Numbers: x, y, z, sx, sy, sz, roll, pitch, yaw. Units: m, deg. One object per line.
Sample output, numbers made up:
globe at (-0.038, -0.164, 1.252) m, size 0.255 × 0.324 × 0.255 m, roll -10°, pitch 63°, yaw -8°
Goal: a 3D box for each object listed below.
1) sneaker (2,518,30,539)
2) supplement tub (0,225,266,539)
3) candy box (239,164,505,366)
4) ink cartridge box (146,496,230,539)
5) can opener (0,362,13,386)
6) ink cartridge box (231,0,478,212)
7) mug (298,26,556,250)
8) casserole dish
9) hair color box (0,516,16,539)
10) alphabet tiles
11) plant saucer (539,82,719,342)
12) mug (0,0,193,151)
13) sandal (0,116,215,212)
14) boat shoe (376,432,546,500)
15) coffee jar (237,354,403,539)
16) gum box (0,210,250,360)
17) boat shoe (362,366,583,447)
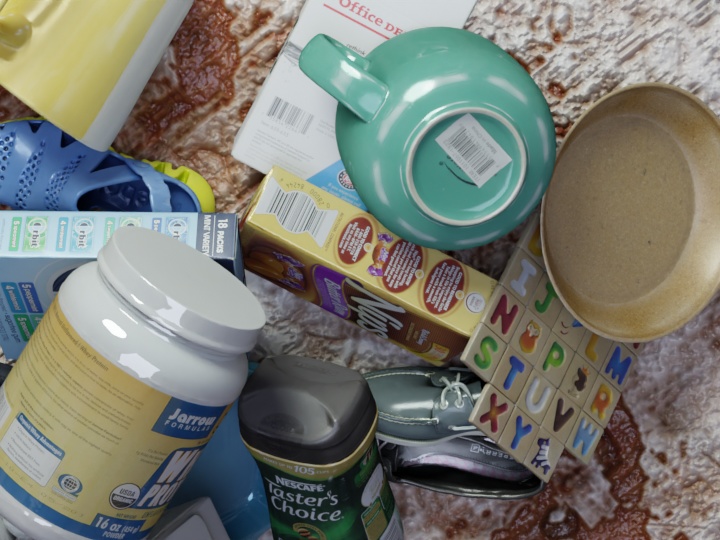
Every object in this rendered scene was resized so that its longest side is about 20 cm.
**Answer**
sneaker at (-0.229, 0.112, 1.286) m, size 0.099 × 0.078 × 0.200 m, roll 33°, pitch 94°, yaw -22°
supplement tub at (-0.169, 0.084, 1.166) m, size 0.145 × 0.145 × 0.200 m, roll 31°, pitch 105°, yaw -7°
candy box at (0.000, 0.000, 1.293) m, size 0.200 × 0.117 × 0.057 m, roll 26°, pitch 73°, yaw -6°
ink cartridge box at (-0.189, 0.286, 1.265) m, size 0.200 × 0.145 × 0.145 m, roll -25°, pitch 94°, yaw 21°
can opener at (-0.336, 0.087, 1.337) m, size 0.200 × 0.079 × 0.063 m, roll 20°, pitch 87°, yaw -9°
ink cartridge box at (-0.003, -0.155, 1.280) m, size 0.116 × 0.067 × 0.200 m, roll 27°, pitch 104°, yaw -8°
mug at (0.049, -0.091, 1.206) m, size 0.185 × 0.114 × 0.152 m, roll -2°, pitch 111°, yaw -10°
casserole dish at (-0.114, 0.151, 1.339) m, size 0.121 × 0.039 × 0.200 m, roll -24°, pitch 132°, yaw -29°
hair color box at (-0.322, 0.191, 1.310) m, size 0.061 × 0.200 × 0.099 m, roll -41°, pitch 101°, yaw 11°
alphabet tiles at (0.156, 0.054, 1.294) m, size 0.166 × 0.006 × 0.200 m, roll 40°, pitch 68°, yaw -34°
plant saucer at (0.210, -0.046, 1.289) m, size 0.200 × 0.035 × 0.201 m, roll -5°, pitch 100°, yaw -29°
mug at (-0.199, -0.188, 1.223) m, size 0.149 × 0.187 × 0.153 m, roll 38°, pitch 94°, yaw -17°
sandal at (-0.214, -0.066, 1.299) m, size 0.200 × 0.087 × 0.080 m, roll 13°, pitch 106°, yaw -1°
boat shoe at (0.059, 0.147, 1.367) m, size 0.200 × 0.057 × 0.067 m, roll 9°, pitch 107°, yaw -2°
coffee jar at (-0.031, 0.157, 1.311) m, size 0.104 × 0.085 × 0.200 m, roll 12°, pitch 138°, yaw 24°
gum box at (-0.189, 0.015, 1.287) m, size 0.200 × 0.170 × 0.045 m, roll 0°, pitch 61°, yaw 0°
boat shoe at (0.084, 0.099, 1.338) m, size 0.200 × 0.073 × 0.062 m, roll 5°, pitch 142°, yaw -7°
